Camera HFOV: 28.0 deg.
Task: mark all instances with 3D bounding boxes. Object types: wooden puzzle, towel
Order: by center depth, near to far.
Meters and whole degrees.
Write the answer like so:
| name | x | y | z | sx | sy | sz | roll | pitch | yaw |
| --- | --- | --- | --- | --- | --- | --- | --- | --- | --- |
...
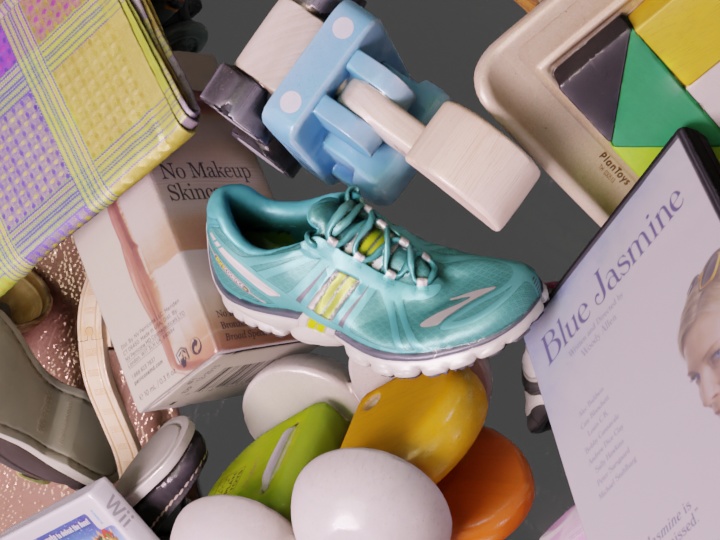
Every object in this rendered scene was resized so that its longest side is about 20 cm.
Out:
| name | x | y | z | sx | sy | sz | roll | pitch | yaw |
| --- | --- | --- | --- | --- | --- | --- | --- | --- | --- |
| wooden puzzle | 0.180 | -0.095 | 0.685 | 0.200 | 0.185 | 0.037 | -41 | 31 | 15 |
| towel | -0.184 | -0.090 | 0.846 | 0.199 | 0.023 | 0.145 | -37 | 73 | 27 |

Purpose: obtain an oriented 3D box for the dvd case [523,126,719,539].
| name | x | y | z | sx | sy | sz | roll | pitch | yaw |
| --- | --- | --- | --- | --- | --- | --- | --- | --- | --- |
| dvd case | 0.135 | 0.047 | 0.642 | 0.143 | 0.017 | 0.201 | -56 | 27 | 31 |

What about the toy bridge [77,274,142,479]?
| name | x | y | z | sx | sy | sz | roll | pitch | yaw |
| --- | --- | --- | --- | --- | --- | --- | --- | --- | --- |
| toy bridge | -0.152 | 0.042 | 0.926 | 0.027 | 0.067 | 0.203 | -8 | 84 | 28 |

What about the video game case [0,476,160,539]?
| name | x | y | z | sx | sy | sz | roll | pitch | yaw |
| --- | --- | --- | --- | --- | --- | --- | --- | --- | --- |
| video game case | -0.120 | 0.216 | 0.845 | 0.201 | 0.018 | 0.143 | 51 | 139 | -8 |

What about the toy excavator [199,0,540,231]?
| name | x | y | z | sx | sy | sz | roll | pitch | yaw |
| --- | --- | --- | --- | --- | --- | --- | --- | --- | --- |
| toy excavator | 0.015 | -0.080 | 0.775 | 0.199 | 0.194 | 0.100 | 35 | 87 | 16 |

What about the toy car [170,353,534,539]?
| name | x | y | z | sx | sy | sz | roll | pitch | yaw |
| --- | --- | --- | --- | --- | --- | --- | --- | --- | --- |
| toy car | 0.005 | 0.131 | 0.796 | 0.199 | 0.176 | 0.150 | -24 | 115 | 32 |

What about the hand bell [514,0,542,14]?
| name | x | y | z | sx | sy | sz | roll | pitch | yaw |
| --- | --- | --- | --- | --- | --- | --- | --- | --- | --- |
| hand bell | 0.103 | -0.148 | 0.793 | 0.105 | 0.104 | 0.200 | -53 | 53 | 16 |

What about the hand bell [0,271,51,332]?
| name | x | y | z | sx | sy | sz | roll | pitch | yaw |
| --- | --- | --- | --- | --- | --- | --- | --- | --- | --- |
| hand bell | -0.288 | 0.095 | 0.997 | 0.104 | 0.104 | 0.202 | 33 | 116 | 27 |

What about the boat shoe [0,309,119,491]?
| name | x | y | z | sx | sy | sz | roll | pitch | yaw |
| --- | --- | --- | --- | --- | --- | --- | --- | --- | --- |
| boat shoe | -0.228 | 0.079 | 0.900 | 0.060 | 0.201 | 0.072 | -11 | 50 | 30 |

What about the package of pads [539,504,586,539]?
| name | x | y | z | sx | sy | sz | roll | pitch | yaw |
| --- | --- | --- | --- | --- | --- | --- | --- | --- | --- |
| package of pads | 0.181 | 0.123 | 0.674 | 0.120 | 0.076 | 0.200 | 41 | 133 | 1 |

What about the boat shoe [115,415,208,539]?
| name | x | y | z | sx | sy | sz | roll | pitch | yaw |
| --- | --- | --- | --- | --- | --- | --- | --- | --- | --- |
| boat shoe | -0.132 | 0.156 | 0.871 | 0.060 | 0.074 | 0.200 | 38 | 132 | -6 |

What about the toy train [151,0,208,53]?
| name | x | y | z | sx | sy | sz | roll | pitch | yaw |
| --- | --- | --- | --- | --- | --- | --- | --- | --- | --- |
| toy train | -0.186 | -0.140 | 0.928 | 0.199 | 0.114 | 0.086 | -37 | 71 | 23 |

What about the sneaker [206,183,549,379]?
| name | x | y | z | sx | sy | sz | roll | pitch | yaw |
| --- | --- | --- | --- | --- | --- | --- | --- | --- | --- |
| sneaker | 0.000 | 0.000 | 0.751 | 0.198 | 0.078 | 0.080 | 10 | 132 | 27 |

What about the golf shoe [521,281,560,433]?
| name | x | y | z | sx | sy | sz | roll | pitch | yaw |
| --- | --- | --- | --- | --- | --- | --- | --- | --- | --- |
| golf shoe | 0.173 | 0.071 | 0.741 | 0.198 | 0.072 | 0.093 | 18 | 104 | 36 |

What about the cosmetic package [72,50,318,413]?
| name | x | y | z | sx | sy | sz | roll | pitch | yaw |
| --- | --- | --- | --- | --- | --- | --- | --- | --- | --- |
| cosmetic package | -0.110 | -0.027 | 0.878 | 0.087 | 0.103 | 0.202 | -36 | 72 | 37 |
